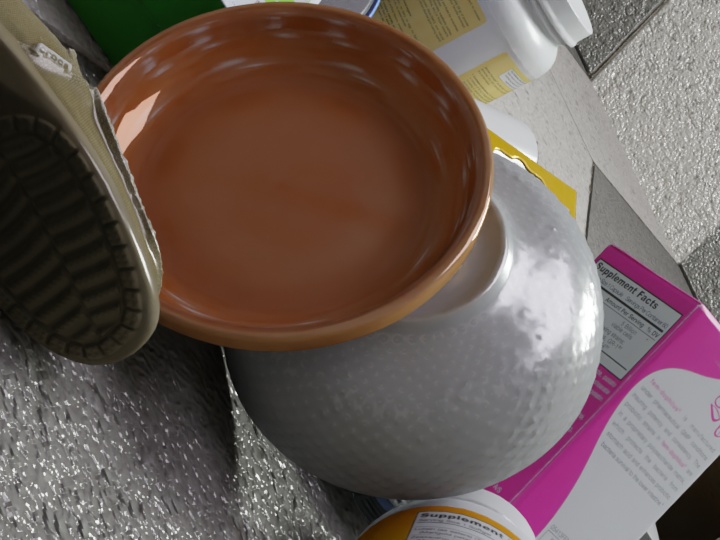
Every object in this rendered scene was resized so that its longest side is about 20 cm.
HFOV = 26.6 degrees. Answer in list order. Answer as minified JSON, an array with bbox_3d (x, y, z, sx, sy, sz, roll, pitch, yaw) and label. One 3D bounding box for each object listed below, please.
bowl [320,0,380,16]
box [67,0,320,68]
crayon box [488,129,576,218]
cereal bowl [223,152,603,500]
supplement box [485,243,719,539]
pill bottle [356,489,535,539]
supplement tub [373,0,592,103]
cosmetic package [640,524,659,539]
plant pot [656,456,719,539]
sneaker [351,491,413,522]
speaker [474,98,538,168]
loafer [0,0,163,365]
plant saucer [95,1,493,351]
[{"bbox_3d":[-0.060,-0.231,0.990,0.200,0.039,0.201,14,69,-40],"label":"bowl"},{"bbox_3d":[-0.099,-0.222,0.831,0.200,0.096,0.177,56,40,-24],"label":"box"},{"bbox_3d":[0.086,0.009,1.030,0.126,0.052,0.201,31,52,-33],"label":"crayon box"},{"bbox_3d":[0.024,0.008,0.761,0.083,0.199,0.201,85,-8,-57],"label":"cereal bowl"},{"bbox_3d":[0.136,0.100,0.929,0.101,0.200,0.103,45,0,-34],"label":"supplement box"},{"bbox_3d":[0.034,0.175,0.714,0.111,0.111,0.200,62,17,-6],"label":"pill bottle"},{"bbox_3d":[0.067,-0.195,1.204,0.146,0.200,0.146,54,19,-28],"label":"supplement tub"},{"bbox_3d":[0.143,0.131,1.116,0.090,0.107,0.200,53,18,-34],"label":"cosmetic package"},{"bbox_3d":[0.252,0.222,1.210,0.201,0.200,0.184,-90,161,-56],"label":"plant pot"},{"bbox_3d":[-0.009,0.058,0.863,0.087,0.074,0.201,-122,-172,-87],"label":"sneaker"},{"bbox_3d":[0.042,-0.102,1.116,0.200,0.081,0.081,17,47,-48],"label":"speaker"},{"bbox_3d":[-0.135,-0.058,0.612,0.200,0.076,0.067,62,23,-5],"label":"loafer"},{"bbox_3d":[-0.038,-0.044,0.722,0.038,0.199,0.201,93,-15,-56],"label":"plant saucer"}]
